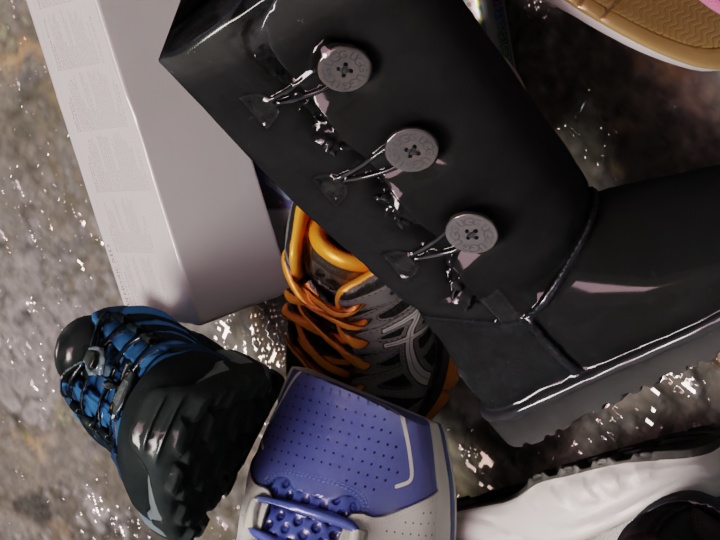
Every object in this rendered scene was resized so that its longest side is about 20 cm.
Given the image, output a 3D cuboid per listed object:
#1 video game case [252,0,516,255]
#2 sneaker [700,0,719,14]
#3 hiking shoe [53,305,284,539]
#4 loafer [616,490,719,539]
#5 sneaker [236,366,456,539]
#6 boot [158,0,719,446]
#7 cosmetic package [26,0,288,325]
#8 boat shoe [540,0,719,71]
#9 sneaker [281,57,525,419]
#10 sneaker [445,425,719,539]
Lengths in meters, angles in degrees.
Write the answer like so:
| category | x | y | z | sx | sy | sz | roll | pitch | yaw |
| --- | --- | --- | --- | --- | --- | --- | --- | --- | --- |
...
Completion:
| category | x | y | z | sx | sy | sz | roll | pitch | yaw |
| --- | --- | --- | --- | --- | --- | --- | --- | --- | --- |
| video game case | -0.001 | -0.095 | 0.876 | 0.143 | 0.018 | 0.200 | 2 | 110 | 40 |
| sneaker | 0.149 | -0.089 | 0.677 | 0.200 | 0.095 | 0.079 | 29 | 125 | 9 |
| hiking shoe | -0.084 | 0.054 | 0.845 | 0.087 | 0.200 | 0.075 | 26 | 87 | 1 |
| loafer | 0.159 | 0.159 | 0.748 | 0.200 | 0.063 | 0.072 | 44 | 108 | 14 |
| sneaker | -0.030 | 0.141 | 0.808 | 0.080 | 0.115 | 0.200 | 17 | 97 | 18 |
| boot | 0.055 | -0.051 | 0.734 | 0.165 | 0.066 | 0.200 | -33 | 111 | 17 |
| cosmetic package | -0.093 | -0.080 | 0.928 | 0.082 | 0.051 | 0.200 | 2 | 111 | 61 |
| boat shoe | 0.059 | -0.135 | 0.775 | 0.200 | 0.071 | 0.069 | 37 | 170 | 7 |
| sneaker | 0.000 | 0.000 | 0.852 | 0.078 | 0.077 | 0.200 | 32 | 129 | 24 |
| sneaker | 0.065 | 0.122 | 0.866 | 0.200 | 0.074 | 0.080 | -22 | 82 | 44 |
